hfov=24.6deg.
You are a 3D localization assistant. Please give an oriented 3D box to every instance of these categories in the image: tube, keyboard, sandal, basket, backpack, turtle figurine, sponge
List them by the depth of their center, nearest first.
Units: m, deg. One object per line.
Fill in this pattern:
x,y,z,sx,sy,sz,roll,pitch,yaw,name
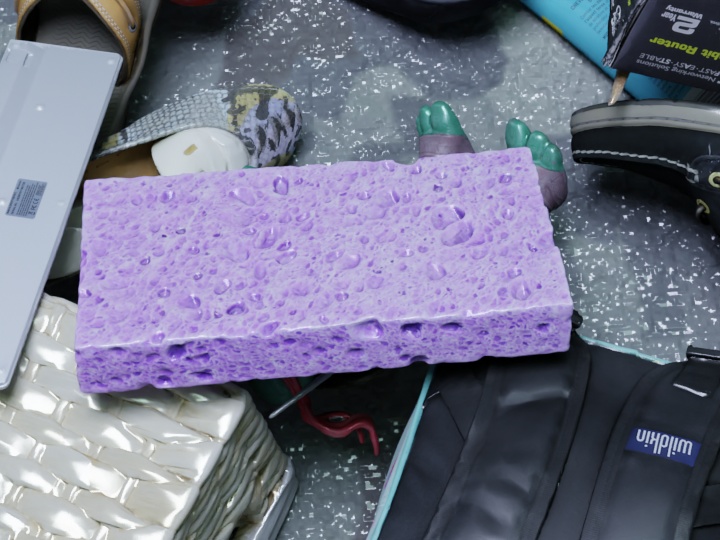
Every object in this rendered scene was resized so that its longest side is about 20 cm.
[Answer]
0.084,0.136,0.673,0.175,0.154,0.200,17,48,10,backpack
-0.019,-0.003,0.689,0.199,0.030,0.112,-4,39,-1,sponge
-0.144,0.088,0.727,0.199,0.124,0.136,23,66,13,basket
-0.155,-0.032,0.728,0.056,0.011,0.201,12,50,-1,keyboard
0.000,0.000,0.777,0.149,0.101,0.200,32,59,31,turtle figurine
-0.144,-0.124,0.811,0.081,0.055,0.201,16,105,1,sandal
0.153,-0.122,0.865,0.077,0.050,0.200,-33,62,-14,tube

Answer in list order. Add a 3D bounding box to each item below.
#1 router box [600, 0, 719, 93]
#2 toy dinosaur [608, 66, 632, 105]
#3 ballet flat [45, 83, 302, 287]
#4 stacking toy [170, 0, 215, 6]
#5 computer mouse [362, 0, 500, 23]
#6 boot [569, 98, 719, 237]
0.215,-0.147,0.764,0.199,0.062,0.151,11,58,-7,router box
0.174,-0.144,0.813,0.199,0.061,0.106,-10,51,-37,toy dinosaur
-0.112,-0.033,0.808,0.199,0.072,0.072,-21,64,-14,ballet flat
-0.050,-0.223,0.872,0.085,0.085,0.201,27,75,15,stacking toy
0.017,-0.192,0.905,0.138,0.053,0.200,-43,57,-15,computer mouse
0.181,0.005,0.764,0.203,0.073,0.155,12,94,27,boot
